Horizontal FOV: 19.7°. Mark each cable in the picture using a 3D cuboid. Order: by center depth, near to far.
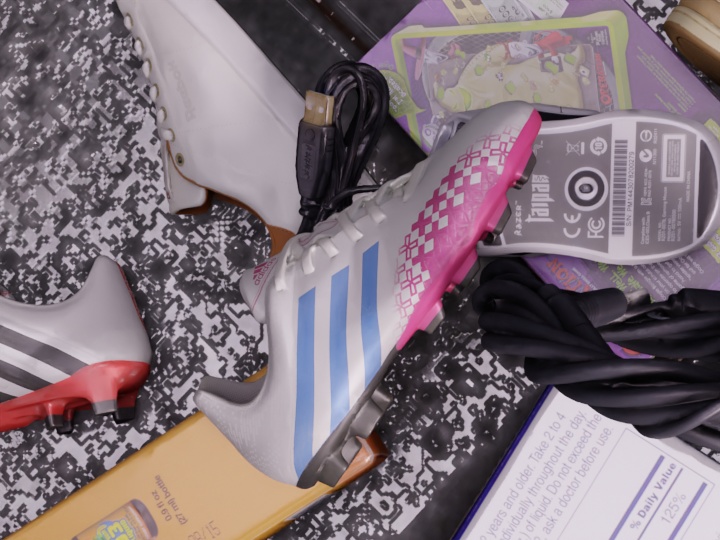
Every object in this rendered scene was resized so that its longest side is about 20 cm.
[{"bbox_3d":[0.126,0.029,0.865,0.162,0.200,0.051,15,100,1],"label":"cable"}]

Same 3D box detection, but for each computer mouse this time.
[{"bbox_3d":[0.068,-0.038,0.949,0.198,0.044,0.111,2,100,0],"label":"computer mouse"}]

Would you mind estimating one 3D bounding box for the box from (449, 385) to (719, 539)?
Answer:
[{"bbox_3d":[0.126,0.172,0.930,0.199,0.105,0.185,32,91,7],"label":"box"}]

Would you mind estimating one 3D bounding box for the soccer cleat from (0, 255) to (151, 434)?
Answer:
[{"bbox_3d":[-0.200,0.045,1.003,0.198,0.069,0.086,-11,76,3],"label":"soccer cleat"}]

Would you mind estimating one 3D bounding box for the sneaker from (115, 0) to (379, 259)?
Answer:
[{"bbox_3d":[-0.081,-0.080,0.988,0.085,0.073,0.200,-41,84,0],"label":"sneaker"}]

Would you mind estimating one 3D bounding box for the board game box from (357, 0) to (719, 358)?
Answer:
[{"bbox_3d":[0.104,-0.063,0.987,0.120,0.032,0.200,-42,82,0],"label":"board game box"}]

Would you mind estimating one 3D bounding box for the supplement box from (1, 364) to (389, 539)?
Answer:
[{"bbox_3d":[-0.087,0.115,0.981,0.199,0.069,0.067,-33,82,2],"label":"supplement box"}]

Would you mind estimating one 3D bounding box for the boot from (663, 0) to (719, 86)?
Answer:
[{"bbox_3d":[0.254,-0.127,0.945,0.199,0.073,0.156,25,94,4],"label":"boot"}]

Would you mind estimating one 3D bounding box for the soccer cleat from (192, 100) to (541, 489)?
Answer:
[{"bbox_3d":[0.000,0.000,0.900,0.086,0.070,0.201,33,98,2],"label":"soccer cleat"}]
